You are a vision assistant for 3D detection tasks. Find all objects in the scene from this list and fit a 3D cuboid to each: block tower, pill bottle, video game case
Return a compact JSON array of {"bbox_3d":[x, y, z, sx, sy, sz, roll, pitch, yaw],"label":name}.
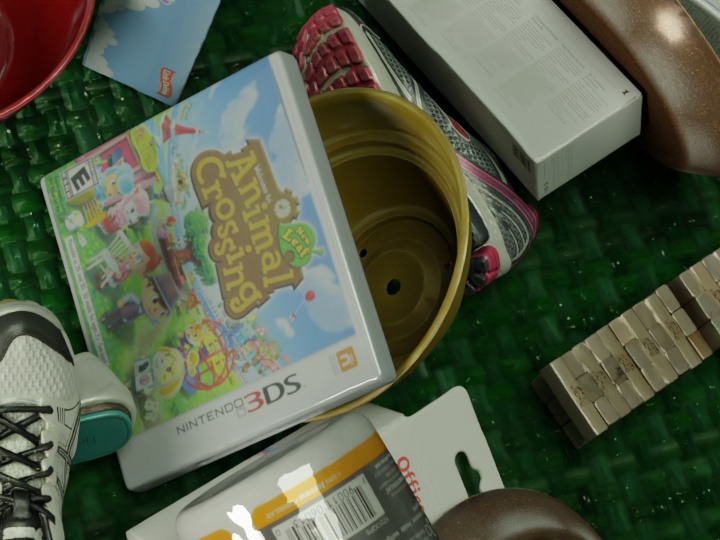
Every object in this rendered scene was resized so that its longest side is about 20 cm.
[{"bbox_3d":[0.196,0.038,1.309,0.200,0.058,0.054,-31,81,-25],"label":"block tower"},{"bbox_3d":[0.000,0.183,1.061,0.116,0.116,0.200,-30,90,-23],"label":"pill bottle"},{"bbox_3d":[-0.086,0.002,1.192,0.022,0.182,0.200,10,58,-60],"label":"video game case"}]

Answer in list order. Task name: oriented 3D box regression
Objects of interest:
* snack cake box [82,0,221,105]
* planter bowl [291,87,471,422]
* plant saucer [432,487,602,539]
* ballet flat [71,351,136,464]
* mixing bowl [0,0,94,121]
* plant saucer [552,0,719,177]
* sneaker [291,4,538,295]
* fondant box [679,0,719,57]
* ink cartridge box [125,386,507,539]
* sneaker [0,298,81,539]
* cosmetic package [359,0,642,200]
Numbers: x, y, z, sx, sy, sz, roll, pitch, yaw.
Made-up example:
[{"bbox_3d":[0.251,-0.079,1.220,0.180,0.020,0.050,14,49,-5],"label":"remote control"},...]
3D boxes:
[{"bbox_3d":[-0.102,-0.195,1.229,0.067,0.200,0.115,24,65,-6],"label":"snack cake box"},{"bbox_3d":[0.000,0.000,1.227,0.083,0.200,0.201,25,58,-50],"label":"planter bowl"},{"bbox_3d":[0.094,0.223,1.176,0.200,0.032,0.201,3,85,-38],"label":"plant saucer"},{"bbox_3d":[-0.226,0.091,1.169,0.200,0.069,0.070,-14,75,-18],"label":"ballet flat"},{"bbox_3d":[-0.253,-0.151,1.209,0.200,0.108,0.201,3,71,-8],"label":"mixing bowl"},{"bbox_3d":[0.168,-0.130,1.294,0.037,0.200,0.201,-36,83,-4],"label":"plant saucer"},{"bbox_3d":[0.030,-0.078,1.298,0.075,0.081,0.200,-33,88,-42],"label":"sneaker"},{"bbox_3d":[0.240,-0.227,1.417,0.200,0.058,0.144,38,65,-1],"label":"fondant box"},{"bbox_3d":[-0.016,0.153,1.177,0.200,0.067,0.117,-29,109,-23],"label":"ink cartridge box"},{"bbox_3d":[-0.179,0.118,1.106,0.075,0.088,0.200,0,107,-22],"label":"sneaker"},{"bbox_3d":[0.083,-0.142,1.306,0.082,0.051,0.200,-33,62,-10],"label":"cosmetic package"}]
